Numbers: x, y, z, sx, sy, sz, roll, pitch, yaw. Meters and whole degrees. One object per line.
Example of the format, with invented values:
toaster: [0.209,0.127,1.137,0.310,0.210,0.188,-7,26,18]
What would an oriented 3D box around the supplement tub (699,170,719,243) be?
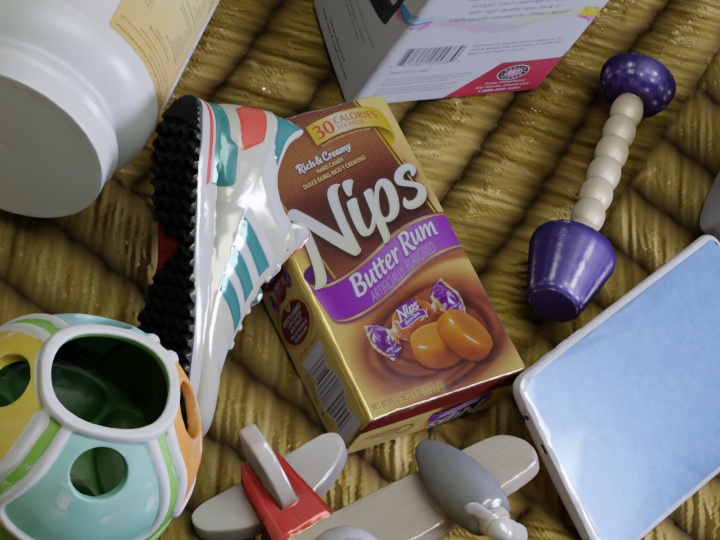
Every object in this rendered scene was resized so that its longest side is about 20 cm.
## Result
supplement tub: [0.334,-0.026,1.894,0.200,0.132,0.132,32,53,-4]

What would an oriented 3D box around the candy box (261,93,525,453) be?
candy box: [0.000,0.000,1.767,0.116,0.056,0.200,-17,69,-31]

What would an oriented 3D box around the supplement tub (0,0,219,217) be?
supplement tub: [-0.169,-0.145,1.715,0.144,0.145,0.200,29,54,-7]

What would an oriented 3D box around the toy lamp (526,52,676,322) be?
toy lamp: [0.149,-0.052,1.869,0.058,0.058,0.200,28,51,-8]

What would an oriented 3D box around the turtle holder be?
turtle holder: [-0.172,0.078,1.592,0.185,0.132,0.141,32,54,-6]

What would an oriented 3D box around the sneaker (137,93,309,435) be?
sneaker: [-0.072,0.002,1.684,0.093,0.070,0.201,3,91,-31]

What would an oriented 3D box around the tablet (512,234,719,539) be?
tablet: [0.182,0.077,1.809,0.200,0.014,0.130,-35,104,-37]

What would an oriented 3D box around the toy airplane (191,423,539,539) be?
toy airplane: [-0.012,0.164,1.611,0.198,0.141,0.201,13,69,5]

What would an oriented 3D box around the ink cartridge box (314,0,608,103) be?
ink cartridge box: [0.080,-0.191,1.825,0.145,0.200,0.083,-6,65,-28]
